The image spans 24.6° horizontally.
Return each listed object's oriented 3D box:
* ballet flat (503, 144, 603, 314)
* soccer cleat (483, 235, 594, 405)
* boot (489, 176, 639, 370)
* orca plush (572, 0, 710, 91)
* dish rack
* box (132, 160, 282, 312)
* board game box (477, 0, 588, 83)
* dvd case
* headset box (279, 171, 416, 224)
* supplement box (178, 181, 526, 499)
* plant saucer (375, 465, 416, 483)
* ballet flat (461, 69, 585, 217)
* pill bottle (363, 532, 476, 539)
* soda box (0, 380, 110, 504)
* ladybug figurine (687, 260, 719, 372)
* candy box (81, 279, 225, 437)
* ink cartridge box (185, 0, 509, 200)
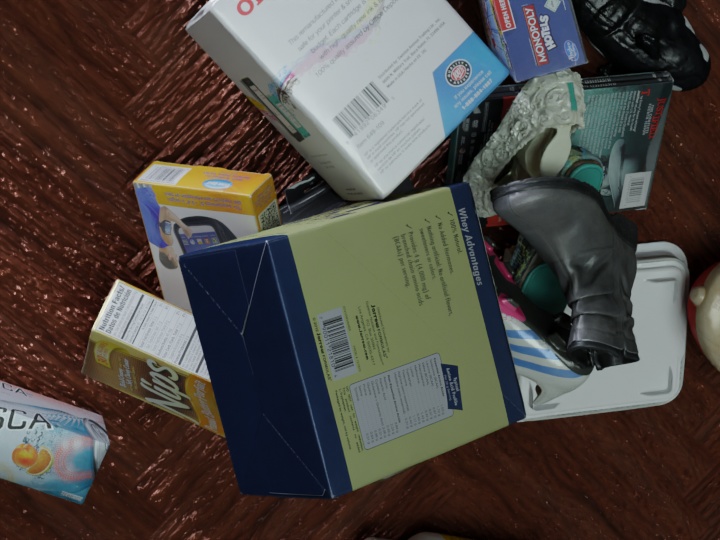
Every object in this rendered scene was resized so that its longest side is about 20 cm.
[{"bbox_3d":[0.163,-0.023,1.479,0.074,0.074,0.200,11,113,-19],"label":"ballet flat"},{"bbox_3d":[0.112,0.041,1.430,0.200,0.070,0.086,42,123,-8],"label":"soccer cleat"},{"bbox_3d":[0.179,0.006,1.360,0.200,0.070,0.132,21,63,-46],"label":"boot"},{"bbox_3d":[0.247,-0.224,1.460,0.105,0.071,0.200,-39,114,0],"label":"orca plush"},{"bbox_3d":[0.225,0.064,1.570,0.200,0.044,0.172,-6,109,-15],"label":"dish rack"},{"bbox_3d":[-0.115,0.007,1.403,0.119,0.041,0.200,8,124,28],"label":"box"},{"bbox_3d":[0.125,-0.251,1.369,0.062,0.200,0.200,-15,91,2],"label":"board game box"},{"bbox_3d":[0.175,-0.106,1.483,0.200,0.022,0.146,-7,130,-12],"label":"dvd case"},{"bbox_3d":[0.000,0.000,1.464,0.148,0.075,0.200,-31,114,-4],"label":"headset box"},{"bbox_3d":[-0.005,0.053,1.296,0.200,0.134,0.200,-17,96,-36],"label":"supplement box"},{"bbox_3d":[0.038,0.133,1.485,0.200,0.032,0.200,-26,151,-16],"label":"plant saucer"},{"bbox_3d":[0.135,-0.090,1.385,0.072,0.072,0.200,2,147,-17],"label":"ballet flat"},{"bbox_3d":[0.093,0.311,1.581,0.200,0.111,0.112,14,104,-21],"label":"pill bottle"},{"bbox_3d":[-0.321,0.132,1.419,0.200,0.068,0.064,21,102,-21],"label":"soda box"},{"bbox_3d":[0.383,0.046,1.583,0.200,0.072,0.136,23,89,-32],"label":"ladybug figurine"},{"bbox_3d":[-0.132,0.089,1.402,0.200,0.115,0.055,24,64,-4],"label":"candy box"},{"bbox_3d":[-0.015,-0.178,1.326,0.147,0.146,0.200,-44,101,-8],"label":"ink cartridge box"}]
